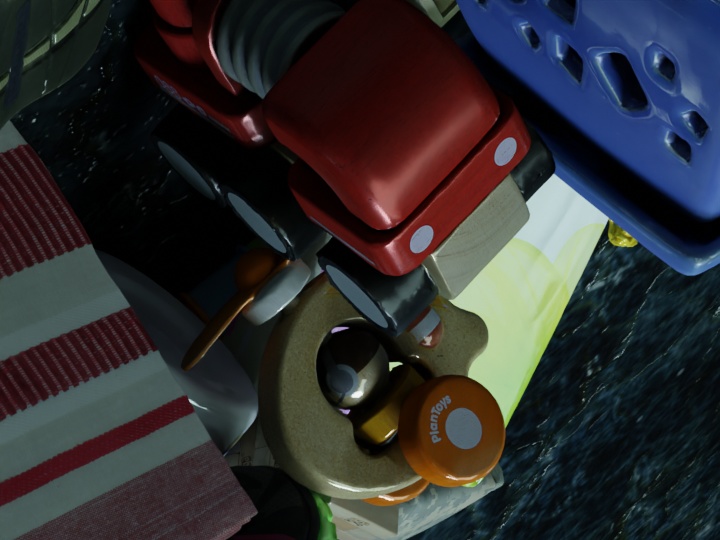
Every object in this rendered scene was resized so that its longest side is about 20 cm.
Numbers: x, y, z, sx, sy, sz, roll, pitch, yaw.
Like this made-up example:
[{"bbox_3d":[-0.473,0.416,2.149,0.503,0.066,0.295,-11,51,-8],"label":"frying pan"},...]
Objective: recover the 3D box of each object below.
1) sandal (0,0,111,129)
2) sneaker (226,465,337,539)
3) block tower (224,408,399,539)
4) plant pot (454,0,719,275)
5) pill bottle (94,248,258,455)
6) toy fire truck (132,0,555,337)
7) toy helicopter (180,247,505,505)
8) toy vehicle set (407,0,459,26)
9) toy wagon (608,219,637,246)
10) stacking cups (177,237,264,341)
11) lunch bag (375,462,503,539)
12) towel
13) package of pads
[{"bbox_3d":[-0.146,-0.081,0.658,0.201,0.057,0.080,-48,159,-63],"label":"sandal"},{"bbox_3d":[-0.058,0.125,0.781,0.077,0.084,0.200,-56,-166,10],"label":"sneaker"},{"bbox_3d":[-0.073,0.113,0.940,0.199,0.054,0.058,-15,148,35],"label":"block tower"},{"bbox_3d":[0.151,-0.126,0.824,0.200,0.200,0.180,-30,145,-27],"label":"plant pot"},{"bbox_3d":[-0.153,0.099,0.891,0.200,0.120,0.120,-49,157,9],"label":"pill bottle"},{"bbox_3d":[-0.021,-0.102,0.734,0.129,0.176,0.200,-45,142,-11],"label":"toy fire truck"},{"bbox_3d":[0.000,0.000,0.844,0.079,0.132,0.201,-27,-132,60],"label":"toy helicopter"},{"bbox_3d":[0.046,-0.196,0.848,0.124,0.027,0.200,-45,157,-1],"label":"toy vehicle set"},{"bbox_3d":[0.154,-0.113,1.037,0.155,0.039,0.201,-4,108,-73],"label":"toy wagon"},{"bbox_3d":[-0.065,0.016,0.991,0.200,0.061,0.061,-34,155,-12],"label":"stacking cups"},{"bbox_3d":[-0.047,0.126,1.107,0.200,0.118,0.164,-31,167,32],"label":"lunch bag"},{"bbox_3d":[-0.144,0.040,0.714,0.144,0.200,0.023,-24,167,-41],"label":"towel"},{"bbox_3d":[0.033,-0.002,0.959,0.154,0.068,0.201,19,100,-30],"label":"package of pads"}]
